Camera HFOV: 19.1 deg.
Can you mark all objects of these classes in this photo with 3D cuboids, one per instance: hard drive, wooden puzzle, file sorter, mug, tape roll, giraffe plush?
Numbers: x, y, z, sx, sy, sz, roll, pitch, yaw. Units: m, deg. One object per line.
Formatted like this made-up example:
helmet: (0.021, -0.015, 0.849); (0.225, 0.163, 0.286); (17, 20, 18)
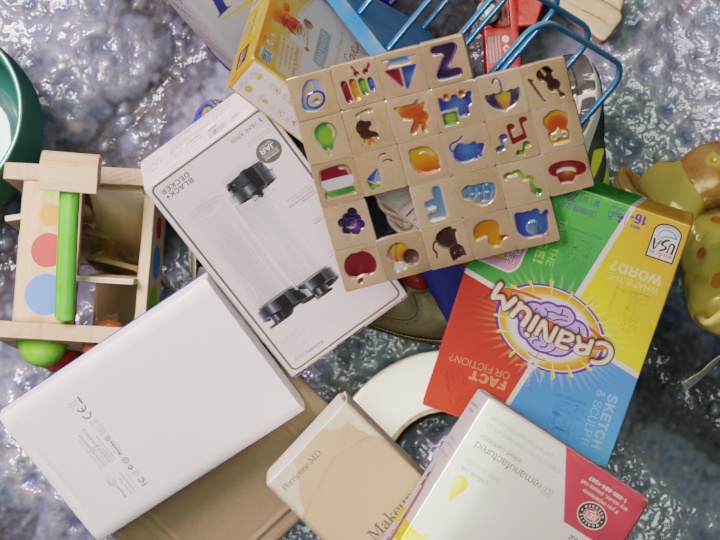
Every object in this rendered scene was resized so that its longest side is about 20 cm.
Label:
hard drive: (-0.162, 0.107, 1.667); (0.199, 0.025, 0.132); (-33, 108, 11)
wooden puzzle: (-0.124, 0.146, 1.715); (0.185, 0.037, 0.200); (43, 103, -11)
file sorter: (0.087, -0.186, 1.650); (0.123, 0.138, 0.200); (-48, 53, 18)
mug: (-0.353, -0.115, 1.770); (0.183, 0.114, 0.154); (-12, 82, 4)
tape roll: (0.071, 0.164, 1.731); (0.201, 0.037, 0.205); (-1, 82, 5)
giraffe plush: (0.279, -0.026, 1.682); (0.199, 0.173, 0.163); (-32, 68, -17)

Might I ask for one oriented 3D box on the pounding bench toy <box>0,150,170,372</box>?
pounding bench toy: (-0.224, -0.001, 1.699); (0.123, 0.200, 0.158); (3, 82, 6)

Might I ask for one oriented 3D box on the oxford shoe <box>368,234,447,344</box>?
oxford shoe: (0.000, 0.000, 1.740); (0.199, 0.075, 0.071); (27, 85, 8)

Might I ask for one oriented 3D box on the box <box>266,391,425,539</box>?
box: (0.027, 0.197, 1.654); (0.200, 0.078, 0.095); (43, 90, -3)

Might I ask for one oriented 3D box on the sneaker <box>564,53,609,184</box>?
sneaker: (0.163, -0.073, 1.708); (0.074, 0.085, 0.202); (-3, 68, 26)

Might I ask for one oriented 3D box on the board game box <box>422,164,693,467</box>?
board game box: (0.147, 0.029, 1.611); (0.152, 0.040, 0.202); (18, 108, 4)

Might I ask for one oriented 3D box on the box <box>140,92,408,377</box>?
box: (-0.066, -0.031, 1.650); (0.116, 0.060, 0.200); (-36, 114, 6)

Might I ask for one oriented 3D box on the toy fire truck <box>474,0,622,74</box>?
toy fire truck: (0.164, -0.219, 1.768); (0.140, 0.049, 0.202); (-4, 84, 2)

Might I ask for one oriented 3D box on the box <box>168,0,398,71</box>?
box: (-0.071, -0.263, 1.712); (0.184, 0.200, 0.105); (-45, 44, -2)

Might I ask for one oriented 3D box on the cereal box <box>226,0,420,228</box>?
cereal box: (-0.004, -0.128, 1.629); (0.199, 0.144, 0.040); (35, 121, -17)

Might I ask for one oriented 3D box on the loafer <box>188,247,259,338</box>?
loafer: (-0.110, 0.010, 1.751); (0.069, 0.070, 0.202); (-10, 81, 4)

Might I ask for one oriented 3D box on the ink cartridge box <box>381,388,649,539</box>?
ink cartridge box: (0.097, 0.211, 1.576); (0.144, 0.083, 0.201); (32, 90, -3)

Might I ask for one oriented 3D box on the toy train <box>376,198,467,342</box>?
toy train: (0.090, -0.030, 1.703); (0.115, 0.084, 0.201); (-33, 97, -39)

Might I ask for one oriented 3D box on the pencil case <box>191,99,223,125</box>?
pencil case: (-0.038, -0.101, 1.720); (0.198, 0.087, 0.079); (-3, 53, -22)

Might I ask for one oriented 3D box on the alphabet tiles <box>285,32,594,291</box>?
alphabet tiles: (0.062, -0.085, 1.553); (0.198, 0.008, 0.169); (-14, 108, 7)
